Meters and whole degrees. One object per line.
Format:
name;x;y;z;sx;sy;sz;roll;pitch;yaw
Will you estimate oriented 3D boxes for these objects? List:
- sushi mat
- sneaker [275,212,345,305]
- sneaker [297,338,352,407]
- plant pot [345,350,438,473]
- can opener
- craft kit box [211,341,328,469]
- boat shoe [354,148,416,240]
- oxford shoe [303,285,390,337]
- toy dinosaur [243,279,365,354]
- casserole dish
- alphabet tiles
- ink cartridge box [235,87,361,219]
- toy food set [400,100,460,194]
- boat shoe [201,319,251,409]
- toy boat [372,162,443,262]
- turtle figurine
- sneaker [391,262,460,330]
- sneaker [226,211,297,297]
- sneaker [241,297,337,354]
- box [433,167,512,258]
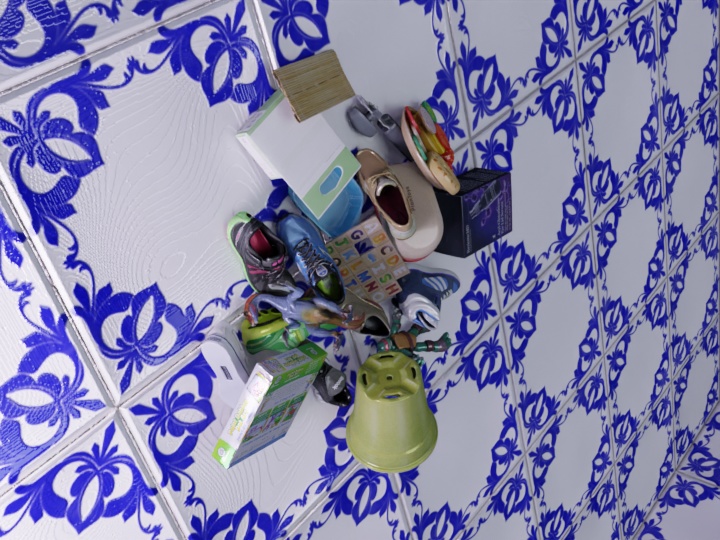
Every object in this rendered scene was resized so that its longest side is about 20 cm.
sushi mat;-0.078;-0.327;1.325;0.200;0.012;0.097;-41;109;-51
sneaker;-0.082;-0.019;1.380;0.078;0.089;0.201;-38;111;-7
sneaker;-0.072;0.203;1.481;0.067;0.090;0.201;-50;132;-23
plant pot;0.060;0.272;1.532;0.200;0.199;0.186;-40;142;-32
can opener;0.045;-0.276;1.514;0.067;0.054;0.200;-41;137;10
craft kit box;-0.157;0.235;1.342;0.199;0.048;0.199;-59;162;17
boat shoe;0.049;-0.157;1.450;0.073;0.202;0.066;-30;167;-5
oxford shoe;-0.020;0.080;1.488;0.198;0.075;0.071;18;109;-30
toy dinosaur;-0.110;0.085;1.342;0.107;0.179;0.200;-71;160;-4
casserole dish;-0.068;-0.143;1.427;0.200;0.038;0.122;44;69;-45
alphabet tiles;0.000;0.000;1.488;0.165;0.008;0.201;-28;130;8
ink cartridge box;-0.105;-0.211;1.328;0.201;0.048;0.146;51;63;-27
toy food set;0.144;-0.254;1.544;0.199;0.048;0.201;56;25;-16
boat shoe;-0.221;0.169;1.331;0.070;0.070;0.202;-69;151;-44
toy boat;0.087;-0.112;1.548;0.128;0.131;0.203;-11;74;-15
turtle figurine;0.102;0.150;1.653;0.198;0.101;0.152;-6;66;-42
sneaker;0.156;0.071;1.649;0.198;0.080;0.149;14;52;-41
sneaker;-0.164;-0.013;1.326;0.077;0.083;0.201;-51;132;-23
sneaker;-0.129;0.107;1.404;0.197;0.074;0.085;-9;130;-26
box;0.251;-0.135;1.724;0.199;0.103;0.150;-29;121;-39
